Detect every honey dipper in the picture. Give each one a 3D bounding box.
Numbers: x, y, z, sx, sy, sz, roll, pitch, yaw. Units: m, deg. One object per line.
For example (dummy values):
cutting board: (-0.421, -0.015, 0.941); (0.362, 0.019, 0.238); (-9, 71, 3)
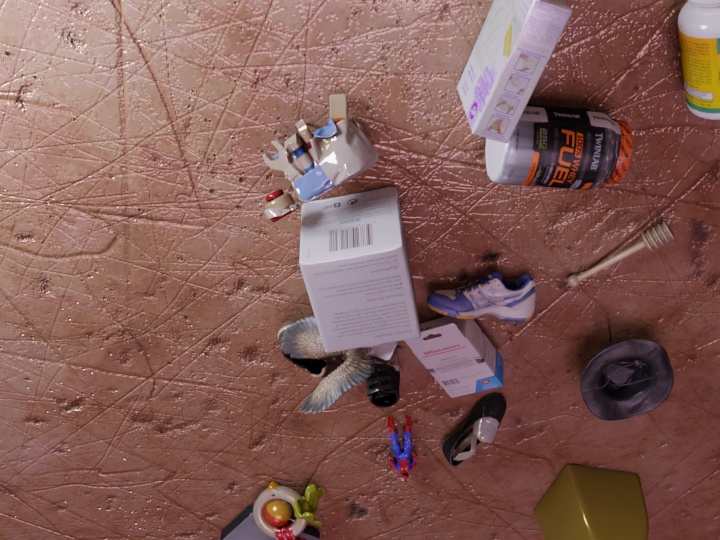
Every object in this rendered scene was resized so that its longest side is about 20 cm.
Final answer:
honey dipper: (0.460, -0.022, 1.396); (0.199, 0.038, 0.038); (-33, 124, 24)

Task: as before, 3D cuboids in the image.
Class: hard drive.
hard drive: (-0.216, 0.639, 1.884); (0.199, 0.033, 0.140); (29, 121, -25)

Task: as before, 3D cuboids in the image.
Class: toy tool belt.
toy tool belt: (-0.081, -0.173, 1.199); (0.199, 0.125, 0.124); (-28, 94, 14)

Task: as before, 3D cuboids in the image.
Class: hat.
hat: (0.514, 0.199, 1.549); (0.199, 0.081, 0.202); (-3, 121, -4)

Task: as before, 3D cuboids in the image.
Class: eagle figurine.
eagle figurine: (-0.027, 0.157, 1.386); (0.198, 0.152, 0.152); (-10, 112, -17)

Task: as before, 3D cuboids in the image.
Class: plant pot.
plant pot: (0.540, 0.594, 1.792); (0.194, 0.201, 0.195); (11, 128, -12)

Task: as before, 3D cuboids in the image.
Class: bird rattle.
bird rattle: (-0.168, 0.563, 1.790); (0.162, 0.113, 0.201); (31, 117, 1)

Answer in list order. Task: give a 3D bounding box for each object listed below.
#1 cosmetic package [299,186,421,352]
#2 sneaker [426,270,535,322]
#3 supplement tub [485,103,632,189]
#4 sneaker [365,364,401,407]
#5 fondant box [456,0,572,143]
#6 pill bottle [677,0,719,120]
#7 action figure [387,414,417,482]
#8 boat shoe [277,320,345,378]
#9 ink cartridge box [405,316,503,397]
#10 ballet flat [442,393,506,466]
cosmetic package: (0.000, 0.000, 1.296); (0.166, 0.167, 0.201); (-9, 128, 4)
sneaker: (0.218, 0.038, 1.415); (0.198, 0.075, 0.089); (2, 112, -8)
supplement tub: (0.299, -0.187, 1.192); (0.198, 0.123, 0.123); (2, 129, -6)
sneaker: (0.025, 0.181, 1.487); (0.070, 0.100, 0.201); (-22, 126, 16)
fondant box: (0.205, -0.300, 1.080); (0.058, 0.145, 0.201); (11, 127, -13)
pill bottle: (0.509, -0.324, 1.101); (0.112, 0.113, 0.201); (-17, 128, 10)
action figure: (0.091, 0.395, 1.700); (0.065, 0.052, 0.201); (-9, 131, -1)
boat shoe: (-0.079, 0.179, 1.493); (0.202, 0.075, 0.075); (34, 120, -27)
ink cartridge box: (0.176, 0.148, 1.476); (0.115, 0.068, 0.200); (-18, 130, 28)
ballet flat: (0.247, 0.347, 1.656); (0.068, 0.069, 0.201); (22, 124, -20)
